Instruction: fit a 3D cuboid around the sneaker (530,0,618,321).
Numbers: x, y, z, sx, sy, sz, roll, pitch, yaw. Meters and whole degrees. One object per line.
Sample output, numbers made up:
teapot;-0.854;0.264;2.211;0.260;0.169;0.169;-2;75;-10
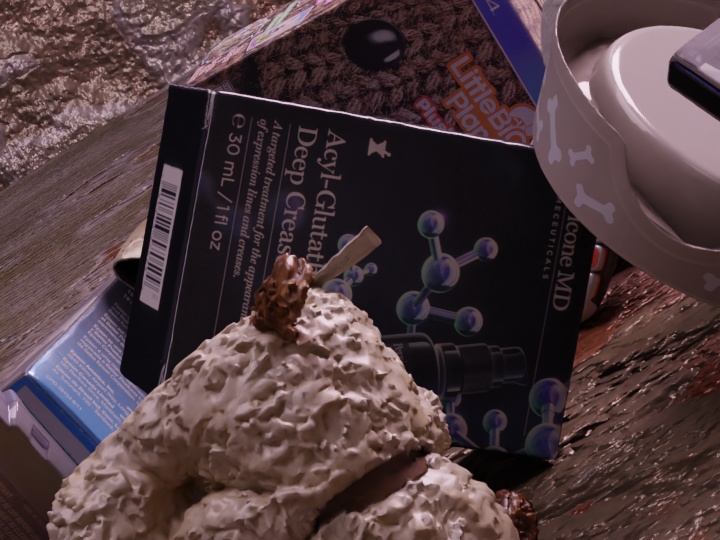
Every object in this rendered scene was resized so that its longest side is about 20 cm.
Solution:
sneaker;0.139;-0.068;1.575;0.082;0.200;0.077;4;8;-42

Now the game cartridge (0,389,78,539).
game cartridge;-0.184;0.138;1.432;0.130;0.200;0.038;-32;37;5

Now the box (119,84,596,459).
box;0.000;0.000;1.408;0.200;0.149;0.107;9;3;-15

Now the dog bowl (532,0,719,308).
dog bowl;0.169;-0.053;1.347;0.059;0.200;0.200;-63;-6;32

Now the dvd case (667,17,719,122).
dvd case;0.255;-0.072;1.250;0.150;0.200;0.025;-37;-30;-26

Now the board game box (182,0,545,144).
board game box;0.025;-0.096;1.697;0.200;0.160;0.097;-28;13;19

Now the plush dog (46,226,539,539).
plush dog;-0.003;0.095;1.215;0.200;0.172;0.160;-30;-16;-38

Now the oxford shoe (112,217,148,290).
oxford shoe;-0.043;0.034;1.559;0.074;0.200;0.071;-42;-25;-41

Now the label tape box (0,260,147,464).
label tape box;-0.107;0.078;1.580;0.063;0.144;0.200;-40;6;31
